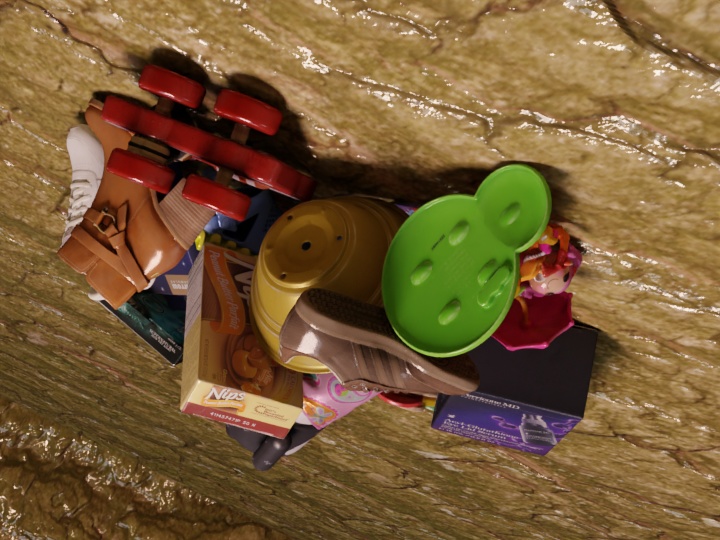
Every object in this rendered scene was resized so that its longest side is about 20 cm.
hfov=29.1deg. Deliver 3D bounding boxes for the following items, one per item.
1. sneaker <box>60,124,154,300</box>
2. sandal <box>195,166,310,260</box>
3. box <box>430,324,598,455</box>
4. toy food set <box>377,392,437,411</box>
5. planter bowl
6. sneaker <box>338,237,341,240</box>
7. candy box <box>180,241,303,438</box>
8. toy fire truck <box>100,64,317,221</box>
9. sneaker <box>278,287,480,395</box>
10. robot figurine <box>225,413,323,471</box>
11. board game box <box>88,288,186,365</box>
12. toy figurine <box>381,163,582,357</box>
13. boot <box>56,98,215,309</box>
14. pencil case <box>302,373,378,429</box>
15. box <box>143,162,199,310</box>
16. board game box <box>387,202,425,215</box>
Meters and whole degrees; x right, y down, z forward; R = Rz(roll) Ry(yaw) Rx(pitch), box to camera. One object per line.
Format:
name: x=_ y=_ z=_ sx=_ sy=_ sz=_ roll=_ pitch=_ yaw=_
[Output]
sneaker: x=-0.294 y=-0.063 z=1.551 sx=0.075 sy=0.099 sz=0.202 roll=-5 pitch=106 yaw=50
sandal: x=-0.118 y=-0.054 z=1.528 sx=0.199 sy=0.088 sz=0.080 roll=16 pitch=-160 yaw=-28
box: x=0.171 y=0.126 z=1.579 sx=0.147 sy=0.105 sz=0.200 roll=13 pitch=160 yaw=0
toy food set: x=0.024 y=0.122 z=1.730 sx=0.199 sy=0.049 sz=0.197 roll=12 pitch=-167 yaw=-45
planter bowl: x=-0.039 y=-0.007 z=1.370 sx=0.199 sy=0.202 sz=0.084 roll=11 pitch=157 yaw=31
sneaker: x=0.000 y=0.000 z=1.537 sx=0.078 sy=0.075 sz=0.200 roll=29 pitch=162 yaw=38
candy box: x=-0.122 y=0.070 z=1.444 sx=0.115 sy=0.201 sz=0.055 roll=19 pitch=129 yaw=-20
toy fire truck: x=-0.151 y=-0.119 z=1.381 sx=0.199 sy=0.113 sz=0.168 roll=20 pitch=178 yaw=13
sneaker: x=0.016 y=0.081 z=1.314 sx=0.199 sy=0.071 sz=0.076 roll=25 pitch=119 yaw=-18
robot figurine: x=-0.090 y=0.142 z=1.624 sx=0.200 sy=0.124 sz=0.151 roll=-45 pitch=66 yaw=52
board game box: x=-0.240 y=0.051 z=1.705 sx=0.135 sy=0.028 sz=0.200 roll=39 pitch=-169 yaw=6
toy figurine: x=0.148 y=0.003 z=1.322 sx=0.183 sy=0.200 sz=0.150 roll=18 pitch=-151 yaw=-51
boot: x=-0.264 y=-0.071 z=1.473 sx=0.200 sy=0.155 sz=0.077 roll=46 pitch=-178 yaw=10
pencil case: x=0.013 y=0.090 z=1.482 sx=0.199 sy=0.088 sz=0.088 roll=-29 pitch=142 yaw=8
box: x=-0.227 y=-0.038 z=1.599 sx=0.121 sy=0.032 sz=0.201 roll=1 pitch=116 yaw=46
board game box: x=0.097 y=-0.002 z=1.463 sx=0.157 sy=0.039 sz=0.200 roll=14 pitch=157 yaw=25
